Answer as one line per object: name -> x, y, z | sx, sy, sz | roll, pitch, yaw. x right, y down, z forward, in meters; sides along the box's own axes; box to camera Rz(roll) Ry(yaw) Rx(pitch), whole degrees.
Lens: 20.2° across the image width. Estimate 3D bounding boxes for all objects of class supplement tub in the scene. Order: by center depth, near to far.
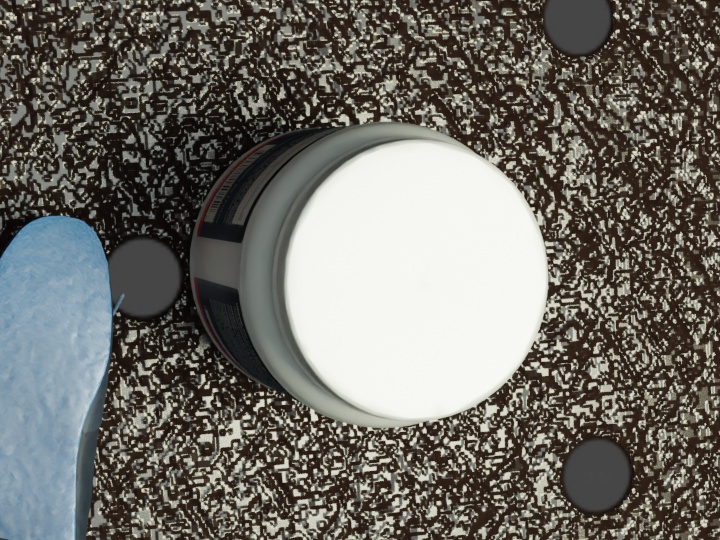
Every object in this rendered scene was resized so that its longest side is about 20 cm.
supplement tub -> 0.000, 0.000, 0.977 | 0.139, 0.200, 0.142 | -1, 93, -15

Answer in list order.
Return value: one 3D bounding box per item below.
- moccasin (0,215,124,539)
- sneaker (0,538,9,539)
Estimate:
moccasin -> -0.167, 0.073, 1.006 | 0.080, 0.068, 0.202 | 10, 89, -8
sneaker -> -0.218, 0.171, 0.963 | 0.199, 0.116, 0.076 | -38, 104, 18
